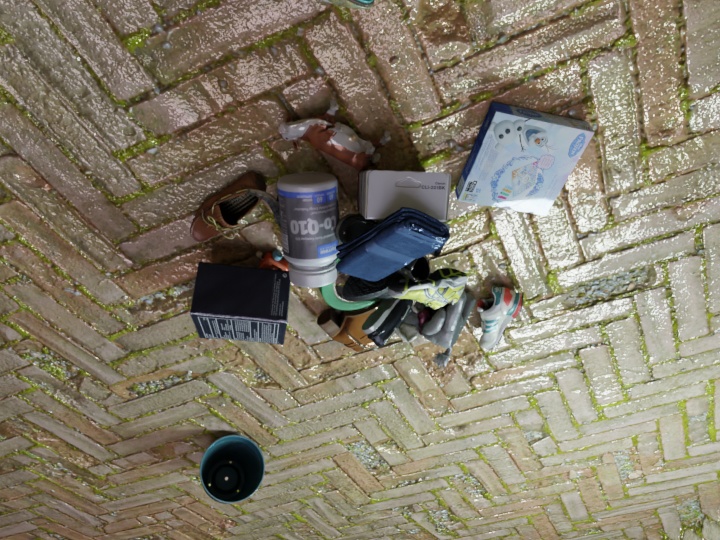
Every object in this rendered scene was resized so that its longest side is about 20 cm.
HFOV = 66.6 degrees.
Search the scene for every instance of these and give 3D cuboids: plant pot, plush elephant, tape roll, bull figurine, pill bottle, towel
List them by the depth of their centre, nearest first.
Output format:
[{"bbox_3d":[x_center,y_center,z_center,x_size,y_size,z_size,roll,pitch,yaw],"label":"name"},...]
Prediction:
[{"bbox_3d":[0.050,-0.043,0.942,0.111,0.049,0.200,19,148,-32],"label":"towel"},{"bbox_3d":[-0.045,-0.241,0.984,0.199,0.066,0.121,18,164,-29],"label":"bull figurine"},{"bbox_3d":[-0.096,-0.078,1.046,0.113,0.114,0.202,-2,112,-1],"label":"pill bottle"},{"bbox_3d":[0.000,0.000,1.195,0.199,0.048,0.201,-18,139,-16],"label":"tape roll"},{"bbox_3d":[0.164,0.114,1.304,0.154,0.164,0.202,22,98,23],"label":"plush elephant"},{"bbox_3d":[-0.420,0.652,1.761,0.198,0.202,0.188,12,148,-14],"label":"plant pot"}]

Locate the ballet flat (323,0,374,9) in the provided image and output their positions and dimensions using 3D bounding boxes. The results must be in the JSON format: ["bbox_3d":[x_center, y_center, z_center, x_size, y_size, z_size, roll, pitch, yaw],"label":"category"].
[{"bbox_3d":[-0.072,-0.442,0.809,0.199,0.071,0.071,25,128,-25],"label":"ballet flat"}]

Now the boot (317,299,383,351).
[{"bbox_3d":[0.011,0.129,1.354,0.199,0.074,0.155,-23,131,33],"label":"boot"}]

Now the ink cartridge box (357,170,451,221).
[{"bbox_3d":[0.071,-0.139,1.000,0.143,0.200,0.085,1,99,-4],"label":"ink cartridge box"}]

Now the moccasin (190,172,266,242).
[{"bbox_3d":[-0.268,-0.113,1.097,0.200,0.078,0.074,-27,130,21],"label":"moccasin"}]

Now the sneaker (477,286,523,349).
[{"bbox_3d":[0.325,0.113,1.367,0.093,0.071,0.201,23,133,0],"label":"sneaker"}]

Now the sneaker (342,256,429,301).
[{"bbox_3d":[0.057,0.031,1.171,0.198,0.076,0.091,-17,142,-16],"label":"sneaker"}]

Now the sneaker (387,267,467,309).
[{"bbox_3d":[0.142,0.045,1.125,0.199,0.075,0.077,-4,109,-32],"label":"sneaker"}]

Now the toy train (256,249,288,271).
[{"bbox_3d":[-0.131,-0.025,1.206,0.150,0.056,0.200,33,124,-30],"label":"toy train"}]

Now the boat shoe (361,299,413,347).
[{"bbox_3d":[0.080,0.087,1.240,0.060,0.200,0.075,52,154,-17],"label":"boat shoe"}]

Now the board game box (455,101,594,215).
[{"bbox_3d":[0.310,-0.209,1.061,0.197,0.044,0.201,9,132,-11],"label":"board game box"}]

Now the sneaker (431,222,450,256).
[{"bbox_3d":[0.122,-0.083,1.134,0.200,0.087,0.075,19,96,-57],"label":"sneaker"}]

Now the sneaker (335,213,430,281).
[{"bbox_3d":[0.049,-0.045,1.046,0.199,0.106,0.075,25,92,-40],"label":"sneaker"}]

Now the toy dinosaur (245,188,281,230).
[{"bbox_3d":[-0.149,-0.125,1.088,0.047,0.089,0.200,19,158,31],"label":"toy dinosaur"}]

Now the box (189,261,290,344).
[{"bbox_3d":[-0.258,0.077,1.208,0.196,0.124,0.200,5,158,-9],"label":"box"}]
